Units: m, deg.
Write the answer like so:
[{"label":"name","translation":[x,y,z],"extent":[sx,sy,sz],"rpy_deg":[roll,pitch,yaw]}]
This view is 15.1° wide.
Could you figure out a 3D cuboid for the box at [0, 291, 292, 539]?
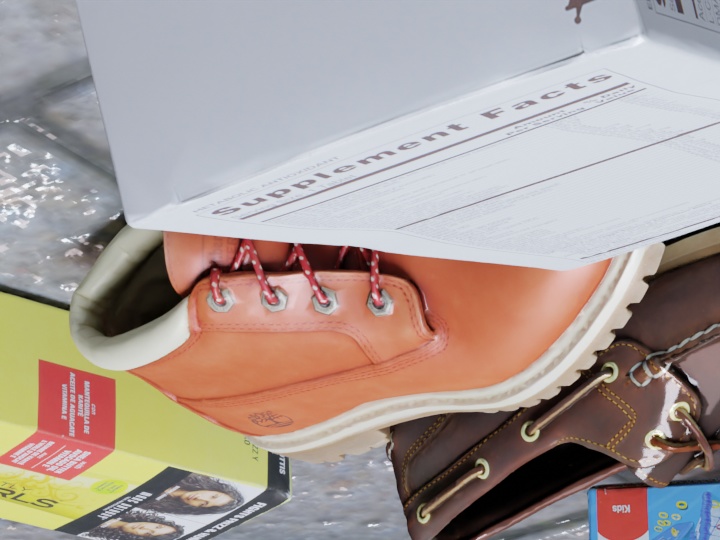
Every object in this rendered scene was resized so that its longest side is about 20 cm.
[{"label":"box","translation":[-0.121,0.045,0.905],"extent":[0.200,0.050,0.075],"rpy_deg":[20,146,-38]}]

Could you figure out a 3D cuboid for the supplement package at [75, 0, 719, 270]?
[{"label":"supplement package","translation":[0.036,-0.070,0.567],"extent":[0.114,0.110,0.200],"rpy_deg":[-18,169,25]}]

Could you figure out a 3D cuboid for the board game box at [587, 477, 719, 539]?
[{"label":"board game box","translation":[0.215,0.100,0.955],"extent":[0.195,0.056,0.200],"rpy_deg":[-8,171,38]}]

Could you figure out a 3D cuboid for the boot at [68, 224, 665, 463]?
[{"label":"boot","translation":[0.000,0.000,0.812],"extent":[0.107,0.075,0.200],"rpy_deg":[25,143,-36]}]

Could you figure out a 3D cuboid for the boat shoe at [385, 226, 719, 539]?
[{"label":"boat shoe","translation":[0.094,0.041,0.906],"extent":[0.200,0.071,0.070],"rpy_deg":[-26,145,35]}]
